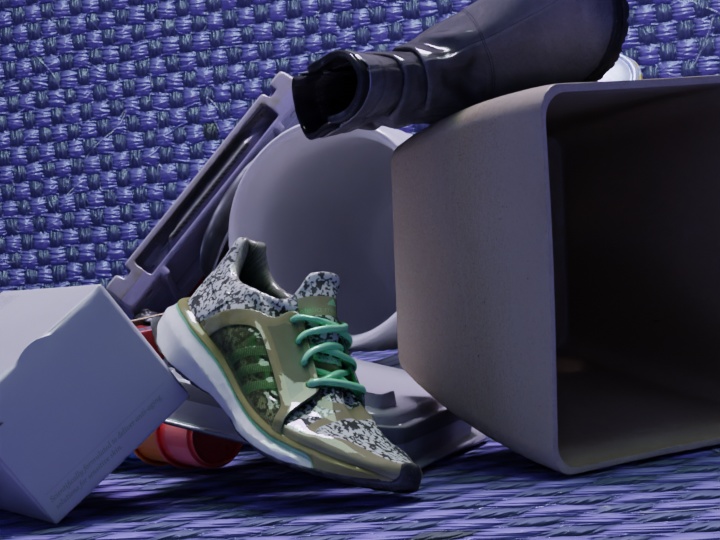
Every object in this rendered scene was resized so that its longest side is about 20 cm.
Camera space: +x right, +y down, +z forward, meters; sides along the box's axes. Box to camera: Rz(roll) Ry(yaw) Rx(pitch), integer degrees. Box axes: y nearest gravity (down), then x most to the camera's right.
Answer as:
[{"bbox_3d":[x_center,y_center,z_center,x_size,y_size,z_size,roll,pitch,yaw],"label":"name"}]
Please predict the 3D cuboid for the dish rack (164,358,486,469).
[{"bbox_3d":[-0.022,0.073,1.317,0.171,0.044,0.200,13,8,17],"label":"dish rack"}]

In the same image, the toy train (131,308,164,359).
[{"bbox_3d":[-0.148,0.046,1.494,0.199,0.034,0.046,-11,10,-19],"label":"toy train"}]

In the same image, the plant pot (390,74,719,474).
[{"bbox_3d":[0.123,-0.009,1.257,0.199,0.202,0.177,-7,8,-36],"label":"plant pot"}]

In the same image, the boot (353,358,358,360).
[{"bbox_3d":[-0.077,0.055,1.601,0.075,0.108,0.200,-31,-11,23],"label":"boot"}]

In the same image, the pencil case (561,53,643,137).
[{"bbox_3d":[0.152,-0.047,1.434,0.090,0.201,0.083,23,51,35],"label":"pencil case"}]

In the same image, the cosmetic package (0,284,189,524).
[{"bbox_3d":[-0.189,0.072,1.258,0.108,0.085,0.200,-43,16,-18],"label":"cosmetic package"}]

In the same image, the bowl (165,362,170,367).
[{"bbox_3d":[-0.089,0.016,1.749,0.200,0.075,0.200,-42,-21,10],"label":"bowl"}]

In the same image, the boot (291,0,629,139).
[{"bbox_3d":[0.050,-0.114,1.211,0.131,0.070,0.200,-11,-14,-29],"label":"boot"}]

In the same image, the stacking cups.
[{"bbox_3d":[-0.140,0.098,1.424,0.060,0.061,0.200,-6,3,-28],"label":"stacking cups"}]

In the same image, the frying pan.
[{"bbox_3d":[-0.066,-0.043,1.554,0.031,0.115,0.190,31,15,9],"label":"frying pan"}]

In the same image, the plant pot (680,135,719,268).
[{"bbox_3d":[0.267,-0.005,1.370,0.199,0.135,0.200,13,12,-3],"label":"plant pot"}]

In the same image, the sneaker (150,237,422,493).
[{"bbox_3d":[-0.032,0.045,1.167,0.077,0.089,0.200,15,17,-49],"label":"sneaker"}]

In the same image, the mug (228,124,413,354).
[{"bbox_3d":[0.000,0.000,1.491,0.148,0.200,0.175,42,14,20],"label":"mug"}]

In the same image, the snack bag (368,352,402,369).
[{"bbox_3d":[0.010,0.076,1.527,0.199,0.022,0.188,-21,-6,26],"label":"snack bag"}]

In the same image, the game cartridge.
[{"bbox_3d":[-0.100,-0.037,1.587,0.038,0.200,0.130,34,-12,17],"label":"game cartridge"}]
